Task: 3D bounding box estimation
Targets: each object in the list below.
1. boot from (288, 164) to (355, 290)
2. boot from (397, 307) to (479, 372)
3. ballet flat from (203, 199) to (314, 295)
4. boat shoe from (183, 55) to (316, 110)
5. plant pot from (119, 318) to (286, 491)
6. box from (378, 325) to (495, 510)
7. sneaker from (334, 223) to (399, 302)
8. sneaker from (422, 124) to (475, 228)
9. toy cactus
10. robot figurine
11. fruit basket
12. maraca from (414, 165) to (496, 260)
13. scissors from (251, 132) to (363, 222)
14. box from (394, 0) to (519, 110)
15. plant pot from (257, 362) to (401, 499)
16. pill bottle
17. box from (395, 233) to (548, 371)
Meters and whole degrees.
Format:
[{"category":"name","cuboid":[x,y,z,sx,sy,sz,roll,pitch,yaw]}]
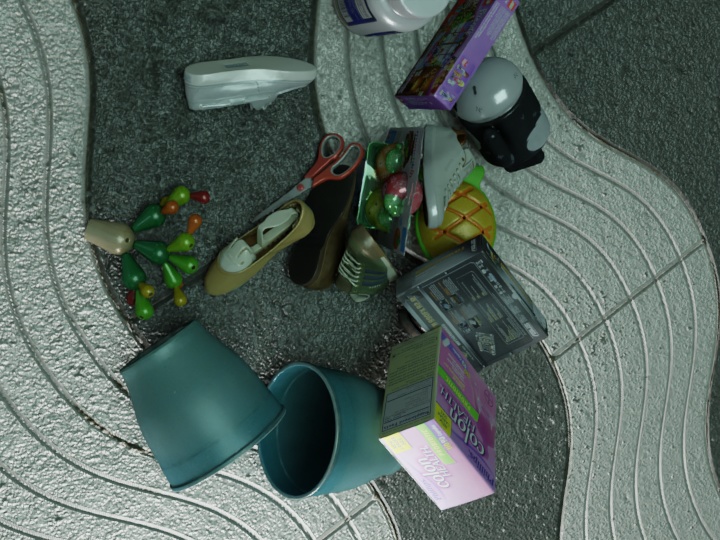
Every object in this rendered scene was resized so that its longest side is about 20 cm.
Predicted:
[{"category":"boot","cuboid":[-0.049,-0.066,1.493,0.075,0.073,0.201,24,84,-55]},{"category":"boot","cuboid":[0.176,0.077,1.552,0.200,0.069,0.174,35,127,-23]},{"category":"ballet flat","cuboid":[-0.158,-0.042,1.428,0.200,0.069,0.063,-39,154,-11]},{"category":"boat shoe","cuboid":[-0.159,-0.268,1.397,0.199,0.072,0.069,-14,126,-28]},{"category":"plant pot","cuboid":[-0.242,0.182,1.380,0.200,0.200,0.188,-35,96,-14]},{"category":"box","cuboid":[0.123,0.222,1.451,0.096,0.200,0.176,-24,120,25]},{"category":"sneaker","cuboid":[0.000,0.000,1.465,0.090,0.200,0.067,-37,70,0]},{"category":"sneaker","cuboid":[0.137,-0.151,1.481,0.084,0.073,0.201,3,55,4]},{"category":"toy cactus","cuboid":[-0.309,-0.037,1.369,0.164,0.102,0.201,19,94,-7]},{"category":"robot figurine","cuboid":[0.225,-0.247,1.527,0.125,0.150,0.200,-43,130,-2]},{"category":"fruit basket","cuboid":[0.046,-0.125,1.440,0.093,0.200,0.186,8,97,-9]},{"category":"maraca","cuboid":[0.152,-0.095,1.546,0.136,0.107,0.201,-1,80,-14]},{"category":"scissors","cuboid":[-0.078,-0.130,1.463,0.073,0.014,0.200,39,81,14]},{"category":"box","cuboid":[0.147,-0.341,1.478,0.039,0.137,0.201,35,84,-25]},{"category":"plant pot","cuboid":[-0.028,0.248,1.479,0.187,0.200,0.201,9,96,-41]},{"category":"pill bottle","cuboid":[0.049,-0.406,1.387,0.119,0.200,0.120,-5,102,-23]},{"category":"box","cuboid":[0.174,0.058,1.478,0.158,0.048,0.200,-29,118,24]}]
